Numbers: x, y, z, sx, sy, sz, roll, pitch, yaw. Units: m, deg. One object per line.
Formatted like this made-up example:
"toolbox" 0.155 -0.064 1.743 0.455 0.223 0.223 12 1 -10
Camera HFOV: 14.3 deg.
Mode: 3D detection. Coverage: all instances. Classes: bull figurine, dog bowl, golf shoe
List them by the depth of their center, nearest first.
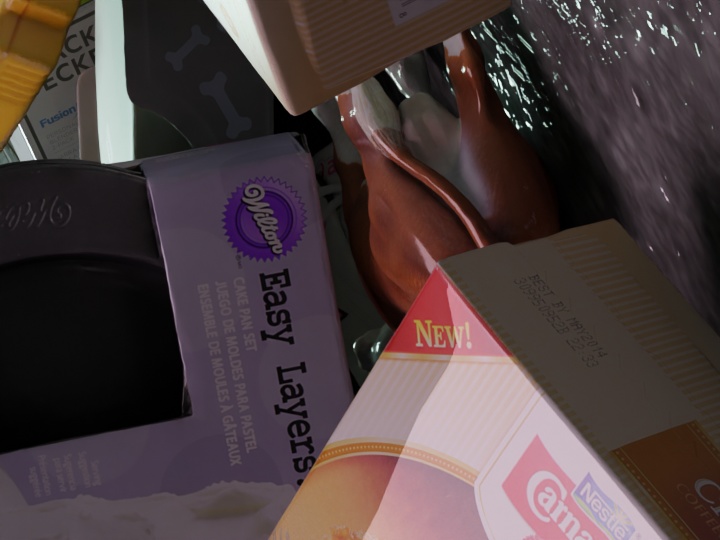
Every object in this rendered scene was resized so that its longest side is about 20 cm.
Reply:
"bull figurine" 0.022 -0.017 0.913 0.200 0.065 0.122 122 125 -77
"golf shoe" 0.000 0.000 1.070 0.200 0.072 0.092 51 163 56
"dog bowl" -0.075 -0.073 1.128 0.200 0.058 0.201 178 90 -80

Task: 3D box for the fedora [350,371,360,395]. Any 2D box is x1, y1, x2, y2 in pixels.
"fedora" -0.088 0.058 1.030 0.200 0.092 0.201 31 147 24

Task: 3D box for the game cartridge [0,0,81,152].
"game cartridge" -0.122 -0.121 1.041 0.200 0.032 0.177 137 151 -63

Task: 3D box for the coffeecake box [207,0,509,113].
"coffeecake box" -0.047 -0.165 0.807 0.200 0.073 0.154 53 167 48

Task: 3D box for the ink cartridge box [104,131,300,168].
"ink cartridge box" -0.063 0.062 0.948 0.042 0.119 0.201 -142 44 -86

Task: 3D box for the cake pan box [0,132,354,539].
"cake pan box" -0.089 0.063 0.893 0.052 0.183 0.201 -131 32 -77

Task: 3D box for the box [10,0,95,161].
"box" -0.089 -0.047 1.309 0.060 0.116 0.201 46 160 61

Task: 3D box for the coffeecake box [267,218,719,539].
"coffeecake box" 0.046 0.113 0.752 0.154 0.073 0.200 50 130 25
